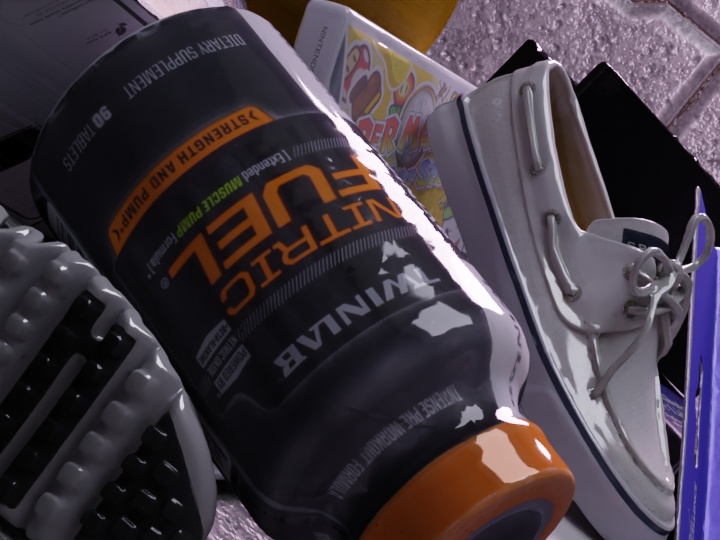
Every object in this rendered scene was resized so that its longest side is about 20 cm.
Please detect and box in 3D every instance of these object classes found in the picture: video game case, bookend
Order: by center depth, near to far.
[{"bbox_3d":[0.000,0.000,0.778,0.023,0.184,0.200,18,1,25],"label":"video game case"},{"bbox_3d":[0.119,-0.058,1.041,0.199,0.092,0.200,41,7,-33],"label":"bookend"}]

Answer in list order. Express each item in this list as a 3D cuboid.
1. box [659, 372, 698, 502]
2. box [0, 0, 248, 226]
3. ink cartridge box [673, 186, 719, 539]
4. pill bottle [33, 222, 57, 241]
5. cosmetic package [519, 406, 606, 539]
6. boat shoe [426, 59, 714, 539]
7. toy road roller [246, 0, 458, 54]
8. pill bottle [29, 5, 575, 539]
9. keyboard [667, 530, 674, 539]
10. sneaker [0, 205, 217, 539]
[{"bbox_3d":[0.126,0.094,1.027,0.148,0.105,0.200,28,16,-47],"label":"box"},{"bbox_3d":[-0.127,-0.091,0.642,0.200,0.116,0.061,36,36,-59],"label":"box"},{"bbox_3d":[0.168,0.101,0.807,0.201,0.043,0.200,67,27,-50],"label":"ink cartridge box"},{"bbox_3d":[-0.067,-0.027,0.834,0.199,0.111,0.111,28,15,-48],"label":"pill bottle"},{"bbox_3d":[0.056,0.116,0.733,0.107,0.085,0.200,40,10,1],"label":"cosmetic package"},{"bbox_3d":[0.097,0.004,0.720,0.074,0.086,0.203,32,35,-54],"label":"boat shoe"},{"bbox_3d":[0.013,-0.176,0.815,0.122,0.200,0.146,31,23,-27],"label":"toy road roller"},{"bbox_3d":[-0.016,0.016,0.607,0.200,0.106,0.106,51,14,26],"label":"pill bottle"},{"bbox_3d":[0.096,0.081,0.855,0.103,0.040,0.201,2,-54,38],"label":"keyboard"},{"bbox_3d":[-0.110,0.021,0.605,0.200,0.075,0.081,44,2,24],"label":"sneaker"}]
